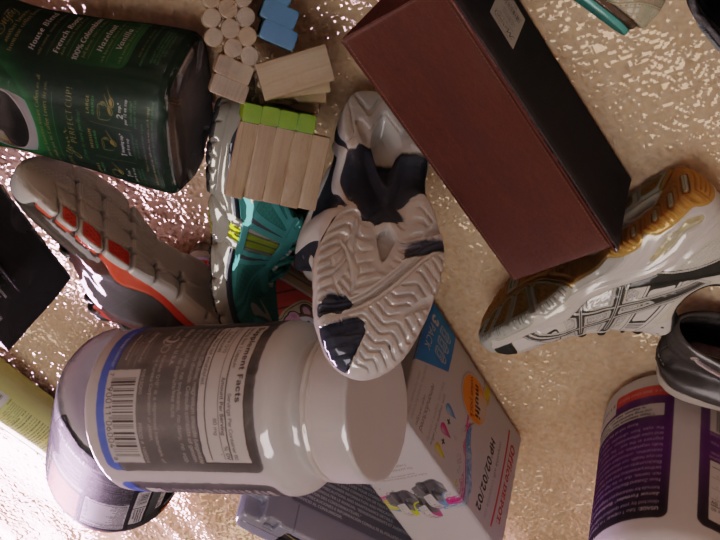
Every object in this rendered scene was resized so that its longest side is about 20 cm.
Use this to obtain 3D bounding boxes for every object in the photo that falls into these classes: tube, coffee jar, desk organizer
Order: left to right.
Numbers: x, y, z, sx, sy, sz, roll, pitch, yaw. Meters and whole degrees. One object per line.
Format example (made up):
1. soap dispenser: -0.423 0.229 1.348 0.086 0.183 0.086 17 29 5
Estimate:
1. tube: -0.299 0.144 1.031 0.200 0.052 0.058 44 169 -25
2. coffee jar: -0.202 -0.124 0.730 0.196 0.086 0.105 14 141 7
3. desk organizer: 0.081 -0.095 0.664 0.076 0.072 0.201 -20 121 35

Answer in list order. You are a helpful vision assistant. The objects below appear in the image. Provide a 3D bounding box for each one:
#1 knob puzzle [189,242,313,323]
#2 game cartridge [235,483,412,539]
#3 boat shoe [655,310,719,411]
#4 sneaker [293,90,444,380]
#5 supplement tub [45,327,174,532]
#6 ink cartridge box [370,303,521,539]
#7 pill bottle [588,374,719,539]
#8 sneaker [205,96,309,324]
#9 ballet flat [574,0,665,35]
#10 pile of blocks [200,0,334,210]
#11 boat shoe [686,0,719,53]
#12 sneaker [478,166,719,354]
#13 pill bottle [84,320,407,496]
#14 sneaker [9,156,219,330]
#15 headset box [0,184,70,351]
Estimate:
1. knob puzzle: -0.086 0.063 0.890 0.215 0.031 0.222 10 132 12
2. game cartridge: -0.001 0.179 0.885 0.198 0.135 0.040 31 142 -20
3. boat shoe: 0.298 0.073 0.733 0.196 0.068 0.057 11 143 14
4. sneaker: 0.000 0.000 0.698 0.078 0.202 0.130 3 146 -9
5. supplement tub: -0.202 0.144 0.926 0.121 0.124 0.201 26 145 -4
6. ink cartridge box: 0.064 0.139 0.843 0.067 0.116 0.201 -15 124 31
7. pill bottle: 0.216 0.181 0.765 0.109 0.202 0.113 10 133 11
8. sneaker: -0.066 -0.026 0.772 0.078 0.078 0.203 4 126 1
9. ballet flat: 0.084 -0.201 0.588 0.198 0.068 0.063 29 106 -11
10. pile of blocks: -0.064 -0.137 0.680 0.081 0.062 0.204 -14 104 -6
11. boat shoe: 0.254 -0.108 0.591 0.199 0.068 0.072 36 132 -13
12. sneaker: 0.166 0.019 0.729 0.087 0.076 0.199 41 131 -18
13. pill bottle: -0.076 0.092 0.737 0.197 0.115 0.115 -4 129 26
14. sneaker: -0.182 0.003 0.794 0.081 0.078 0.200 -36 120 22
15. headset box: -0.313 -0.037 0.786 0.198 0.078 0.150 24 155 31
